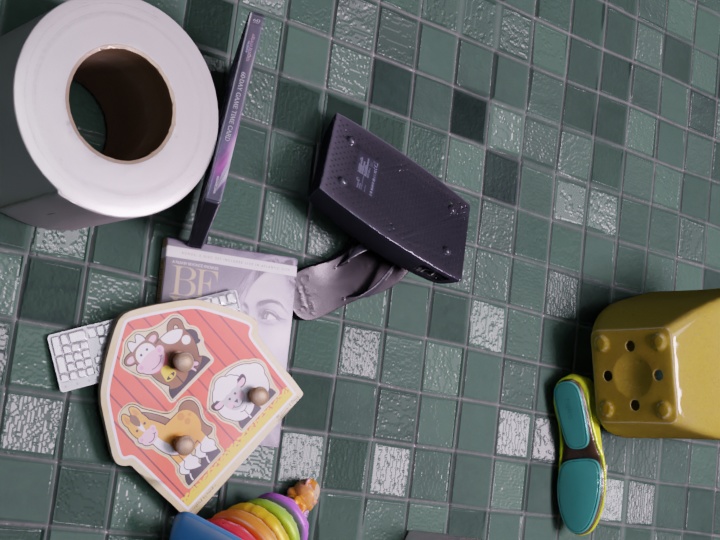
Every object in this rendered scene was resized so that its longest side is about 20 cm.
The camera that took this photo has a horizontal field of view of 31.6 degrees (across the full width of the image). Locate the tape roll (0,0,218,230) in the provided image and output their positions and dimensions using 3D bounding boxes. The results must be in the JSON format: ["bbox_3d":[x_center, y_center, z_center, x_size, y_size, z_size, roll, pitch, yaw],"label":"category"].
[{"bbox_3d":[-0.250,-0.142,1.173,0.202,0.139,0.203,4,84,-38],"label":"tape roll"}]

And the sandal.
[{"bbox_3d":[0.000,0.001,1.414,0.200,0.043,0.076,-33,107,-34],"label":"sandal"}]

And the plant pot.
[{"bbox_3d":[0.395,0.123,1.595,0.200,0.195,0.195,-3,88,-46],"label":"plant pot"}]

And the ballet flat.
[{"bbox_3d":[0.284,0.230,1.606,0.067,0.067,0.200,-1,86,-56],"label":"ballet flat"}]

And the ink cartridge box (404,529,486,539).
[{"bbox_3d":[0.133,0.408,1.421,0.200,0.146,0.147,43,63,-27],"label":"ink cartridge box"}]

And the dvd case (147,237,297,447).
[{"bbox_3d":[-0.142,0.075,1.305,0.148,0.016,0.200,10,80,-28],"label":"dvd case"}]

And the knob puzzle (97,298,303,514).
[{"bbox_3d":[-0.169,0.117,1.252,0.219,0.030,0.220,-2,94,-29],"label":"knob puzzle"}]

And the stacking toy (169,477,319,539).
[{"bbox_3d":[-0.097,0.268,1.294,0.200,0.110,0.116,-33,139,-53],"label":"stacking toy"}]

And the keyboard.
[{"bbox_3d":[-0.206,0.067,1.254,0.200,0.011,0.056,-14,96,-29],"label":"keyboard"}]

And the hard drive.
[{"bbox_3d":[0.033,-0.074,1.411,0.200,0.042,0.135,32,44,-23],"label":"hard drive"}]

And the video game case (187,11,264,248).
[{"bbox_3d":[-0.133,-0.135,1.254,0.019,0.143,0.200,15,71,-9],"label":"video game case"}]
